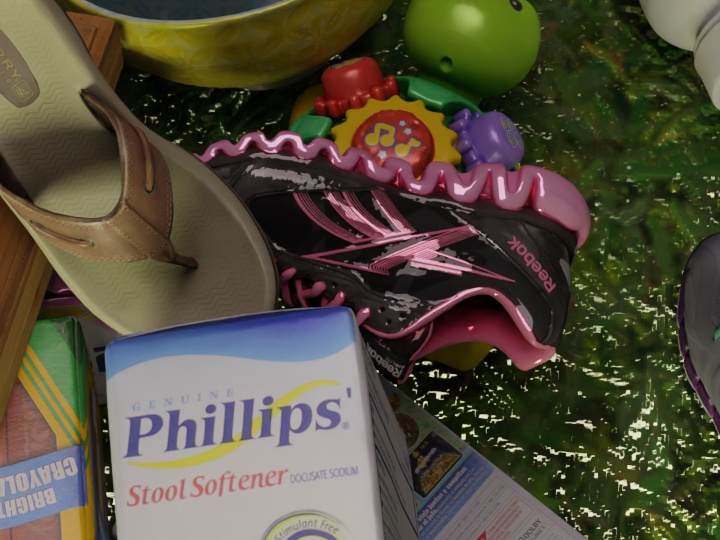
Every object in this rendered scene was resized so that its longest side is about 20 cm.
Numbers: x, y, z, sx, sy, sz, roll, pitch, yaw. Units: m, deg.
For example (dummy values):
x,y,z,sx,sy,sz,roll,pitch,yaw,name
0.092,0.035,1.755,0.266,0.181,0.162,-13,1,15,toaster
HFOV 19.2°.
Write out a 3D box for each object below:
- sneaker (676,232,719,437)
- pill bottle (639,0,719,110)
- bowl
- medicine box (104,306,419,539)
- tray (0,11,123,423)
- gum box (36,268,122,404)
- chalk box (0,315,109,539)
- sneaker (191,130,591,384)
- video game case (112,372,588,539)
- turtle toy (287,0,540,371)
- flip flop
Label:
x,y,z,sx,sy,sz,roll,pitch,yaw,name
0.199,0.059,0.982,0.074,0.088,0.201,-9,64,-5,sneaker
0.184,-0.184,1.093,0.111,0.111,0.200,-14,64,-8,pill bottle
-0.055,-0.155,1.069,0.199,0.108,0.201,-7,49,8,bowl
-0.029,0.139,0.865,0.103,0.182,0.201,-9,70,4,medicine box
-0.178,-0.032,0.926,0.098,0.037,0.200,9,58,7,tray
-0.190,0.017,0.987,0.199,0.114,0.066,-7,63,-3,gum box
-0.170,0.139,0.919,0.124,0.124,0.201,-6,63,-4,chalk box
0.000,0.000,0.915,0.199,0.079,0.096,5,65,-2,sneaker
0.005,0.133,0.983,0.200,0.018,0.143,38,69,17,video game case
0.024,-0.056,1.032,0.145,0.101,0.200,23,65,11,turtle toy
-0.112,-0.042,0.861,0.081,0.058,0.200,-34,104,9,flip flop
